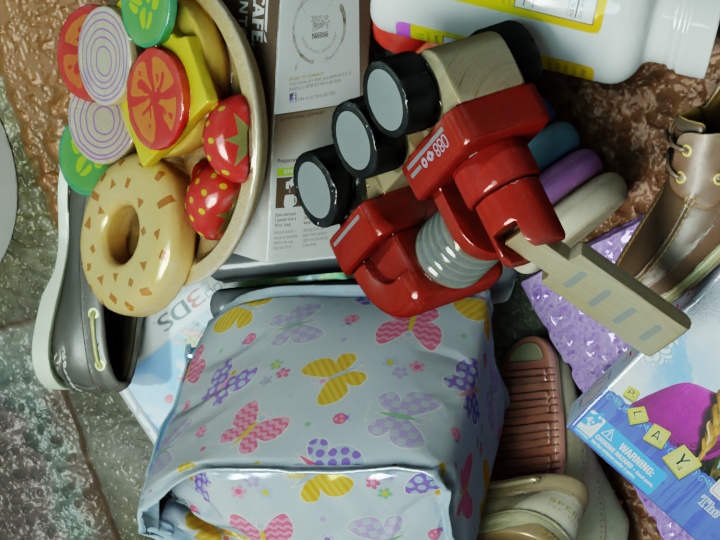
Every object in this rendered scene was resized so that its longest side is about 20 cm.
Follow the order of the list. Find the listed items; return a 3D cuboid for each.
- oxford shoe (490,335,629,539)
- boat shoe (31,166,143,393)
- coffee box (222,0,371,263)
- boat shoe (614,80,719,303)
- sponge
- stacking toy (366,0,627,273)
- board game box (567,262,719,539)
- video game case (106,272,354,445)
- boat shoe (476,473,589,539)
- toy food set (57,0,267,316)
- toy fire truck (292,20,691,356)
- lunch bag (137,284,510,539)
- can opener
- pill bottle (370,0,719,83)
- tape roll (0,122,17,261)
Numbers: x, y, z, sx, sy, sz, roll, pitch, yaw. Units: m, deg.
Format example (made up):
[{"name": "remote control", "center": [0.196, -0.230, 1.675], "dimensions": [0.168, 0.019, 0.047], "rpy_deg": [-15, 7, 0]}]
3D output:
[{"name": "oxford shoe", "center": [0.128, 0.141, 1.736], "dimensions": [0.071, 0.073, 0.202], "rpy_deg": [-3, 91, 54]}, {"name": "boat shoe", "center": [-0.160, -0.020, 1.784], "dimensions": [0.060, 0.072, 0.203], "rpy_deg": [5, 83, 27]}, {"name": "coffee box", "center": [-0.058, -0.115, 1.690], "dimensions": [0.114, 0.079, 0.202], "rpy_deg": [16, 107, 46]}, {"name": "boat shoe", "center": [0.204, -0.067, 1.600], "dimensions": [0.067, 0.072, 0.201], "rpy_deg": [31, 106, -20]}, {"name": "sponge", "center": [0.194, 0.068, 1.695], "dimensions": [0.111, 0.030, 0.201], "rpy_deg": [-28, 93, 29]}, {"name": "stacking toy", "center": [0.072, -0.099, 1.673], "dimensions": [0.085, 0.085, 0.200], "rpy_deg": [-41, 83, 30]}, {"name": "board game box", "center": [0.260, 0.084, 1.625], "dimensions": [0.200, 0.041, 0.200], "rpy_deg": [40, 111, -5]}, {"name": "video game case", "center": [-0.051, 0.079, 1.780], "dimensions": [0.182, 0.022, 0.201], "rpy_deg": [-37, 82, 16]}, {"name": "boat shoe", "center": [0.061, 0.167, 1.711], "dimensions": [0.199, 0.065, 0.071], "rpy_deg": [-12, 127, 43]}, {"name": "toy food set", "center": [-0.125, -0.087, 1.674], "dimensions": [0.200, 0.048, 0.199], "rpy_deg": [-41, 62, 47]}, {"name": "toy fire truck", "center": [0.077, -0.020, 1.575], "dimensions": [0.201, 0.128, 0.176], "rpy_deg": [64, 149, 14]}, {"name": "lunch bag", "center": [-0.022, 0.101, 1.664], "dimensions": [0.198, 0.170, 0.128], "rpy_deg": [1, 131, 14]}, {"name": "can opener", "center": [0.000, 0.000, 1.718], "dimensions": [0.198, 0.067, 0.054], "rpy_deg": [-5, 84, 7]}, {"name": "pill bottle", "center": [0.112, -0.169, 1.604], "dimensions": [0.198, 0.104, 0.105], "rpy_deg": [14, 113, 5]}, {"name": "tape roll", "center": [-0.335, -0.059, 1.881], "dimensions": [0.201, 0.071, 0.204], "rpy_deg": [8, 109, 24]}]
